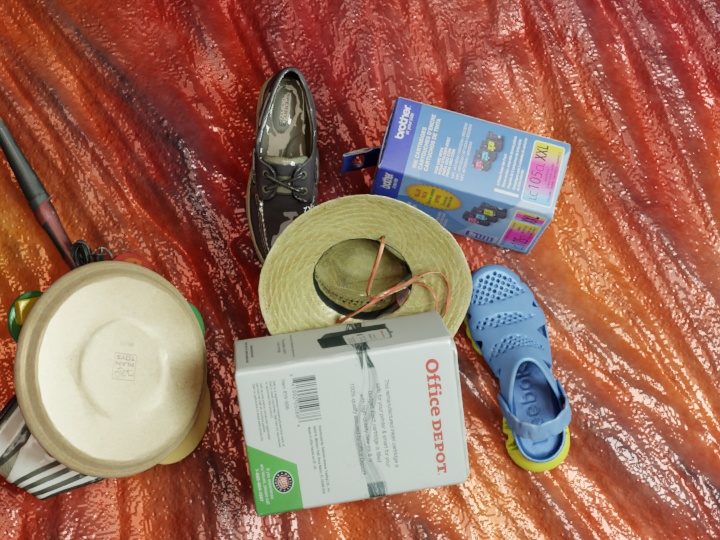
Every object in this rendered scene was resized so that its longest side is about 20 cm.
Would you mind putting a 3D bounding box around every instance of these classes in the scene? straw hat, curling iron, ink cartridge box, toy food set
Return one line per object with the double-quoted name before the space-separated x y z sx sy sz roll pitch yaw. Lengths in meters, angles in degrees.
"straw hat" 0.000 0.000 1.324 0.199 0.085 0.203 -3 119 -6
"curling iron" -0.299 -0.065 1.358 0.050 0.025 0.201 -40 78 30
"ink cartridge box" -0.009 0.129 1.283 0.198 0.083 0.148 -8 108 -3
"ink cartridge box" 0.083 -0.091 1.321 0.198 0.137 0.077 17 75 1
"toy food set" -0.222 0.086 1.273 0.198 0.048 0.200 -9 92 -36

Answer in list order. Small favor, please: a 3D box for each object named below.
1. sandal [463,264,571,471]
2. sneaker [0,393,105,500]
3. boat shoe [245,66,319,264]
"sandal" 0.153 0.087 1.320 0.079 0.087 0.202 -20 80 -3
"sneaker" -0.257 0.126 1.320 0.115 0.076 0.201 41 75 -14
"boat shoe" -0.074 -0.098 1.353 0.071 0.065 0.202 3 81 -3
